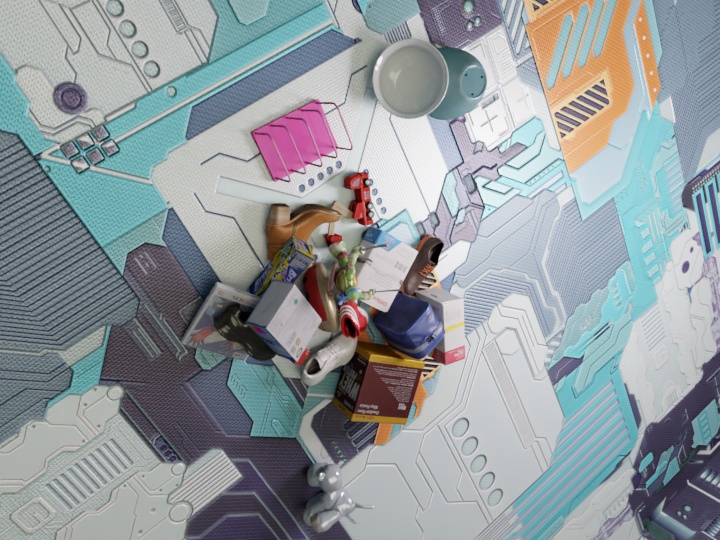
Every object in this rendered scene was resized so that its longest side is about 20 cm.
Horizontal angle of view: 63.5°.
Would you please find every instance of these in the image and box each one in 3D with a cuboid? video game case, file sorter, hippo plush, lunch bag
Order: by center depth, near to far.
[{"bbox_3d":[-0.140,-0.323,1.457,0.200,0.125,0.139,-32,116,-18],"label":"file sorter"},{"bbox_3d":[-0.330,0.136,1.490,0.182,0.023,0.200,22,116,-31],"label":"video game case"},{"bbox_3d":[0.151,0.169,1.701,0.136,0.200,0.132,-44,120,-17],"label":"lunch bag"},{"bbox_3d":[-0.101,0.655,1.708,0.159,0.200,0.161,-30,109,-43],"label":"hippo plush"}]

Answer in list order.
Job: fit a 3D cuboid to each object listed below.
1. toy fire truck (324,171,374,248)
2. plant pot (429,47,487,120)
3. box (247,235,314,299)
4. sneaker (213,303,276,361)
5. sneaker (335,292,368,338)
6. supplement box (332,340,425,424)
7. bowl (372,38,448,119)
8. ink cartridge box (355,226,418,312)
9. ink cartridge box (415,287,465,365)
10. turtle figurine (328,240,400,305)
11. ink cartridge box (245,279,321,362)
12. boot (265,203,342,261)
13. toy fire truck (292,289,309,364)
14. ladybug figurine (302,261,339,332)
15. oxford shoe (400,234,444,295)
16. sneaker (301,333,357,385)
[{"bbox_3d":[-0.035,-0.164,1.601,0.141,0.049,0.201,-14,108,-23],"label":"toy fire truck"},{"bbox_3d":[0.275,-0.523,1.626,0.200,0.135,0.201,-8,107,-27],"label":"plant pot"},{"bbox_3d":[-0.207,0.011,1.501,0.064,0.070,0.200,32,110,-31],"label":"box"},{"bbox_3d":[-0.272,0.158,1.470,0.091,0.076,0.200,-43,129,6],"label":"sneaker"},{"bbox_3d":[-0.026,0.152,1.618,0.078,0.116,0.200,-11,146,14],"label":"sneaker"},{"bbox_3d":[0.052,0.332,1.728,0.197,0.133,0.200,13,96,-30],"label":"supplement box"},{"bbox_3d":[0.135,-0.507,1.558,0.201,0.090,0.202,2,102,8],"label":"bowl"},{"bbox_3d":[0.051,-0.004,1.667,0.146,0.086,0.200,28,90,-31],"label":"ink cartridge box"},{"bbox_3d":[0.245,0.167,1.782,0.083,0.145,0.201,-13,109,-26],"label":"ink cartridge box"},{"bbox_3d":[0.000,0.000,1.525,0.200,0.194,0.144,-44,127,5],"label":"turtle figurine"},{"bbox_3d":[-0.182,0.137,1.472,0.137,0.076,0.200,-59,140,-24],"label":"ink cartridge box"},{"bbox_3d":[-0.152,-0.097,1.542,0.199,0.074,0.155,1,109,-16],"label":"boot"},{"bbox_3d":[-0.187,0.146,1.590,0.141,0.049,0.200,20,91,-32],"label":"toy fire truck"},{"bbox_3d":[-0.109,0.075,1.580,0.072,0.136,0.201,-14,91,-2],"label":"ladybug figurine"},{"bbox_3d":[0.185,-0.012,1.745,0.071,0.073,0.200,25,91,-32],"label":"oxford shoe"},{"bbox_3d":[-0.085,0.246,1.647,0.200,0.075,0.100,-43,163,-14],"label":"sneaker"}]
